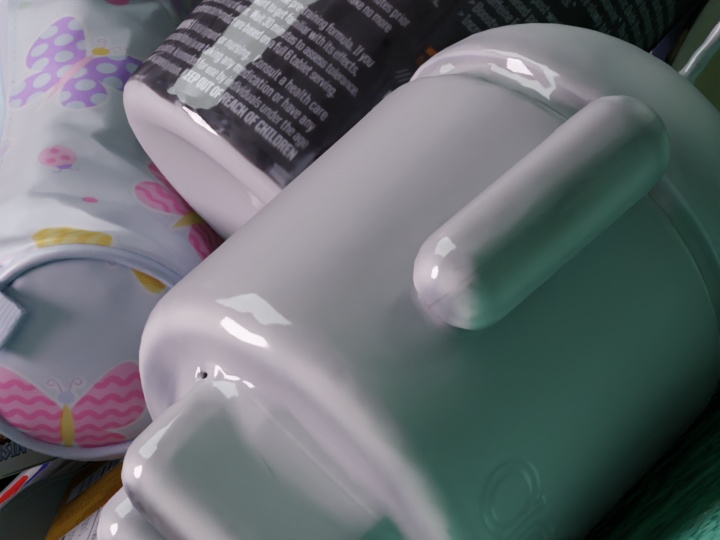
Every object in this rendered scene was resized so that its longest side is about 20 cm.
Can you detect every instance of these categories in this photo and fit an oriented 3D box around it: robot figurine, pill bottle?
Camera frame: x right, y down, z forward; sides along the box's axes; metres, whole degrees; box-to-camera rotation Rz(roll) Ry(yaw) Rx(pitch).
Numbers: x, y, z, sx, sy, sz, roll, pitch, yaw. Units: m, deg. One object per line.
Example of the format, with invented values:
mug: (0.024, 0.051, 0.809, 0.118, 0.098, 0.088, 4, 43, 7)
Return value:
robot figurine: (0.025, 0.016, 0.661, 0.200, 0.113, 0.170, -43, -5, -26)
pill bottle: (0.034, -0.085, 0.778, 0.200, 0.106, 0.106, -47, 8, -11)

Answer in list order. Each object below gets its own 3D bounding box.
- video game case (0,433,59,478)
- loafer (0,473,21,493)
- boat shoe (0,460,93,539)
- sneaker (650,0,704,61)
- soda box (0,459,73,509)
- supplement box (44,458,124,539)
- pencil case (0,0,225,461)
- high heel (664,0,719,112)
video game case: (-0.208, 0.052, 0.885, 0.200, 0.046, 0.181, -1, 11, 38)
loafer: (-0.147, 0.085, 1.122, 0.200, 0.072, 0.073, -17, -10, -47)
boat shoe: (-0.087, 0.101, 0.978, 0.065, 0.074, 0.200, -40, -6, 39)
sneaker: (0.106, -0.096, 0.908, 0.070, 0.082, 0.200, -44, -11, -8)
soda box: (-0.094, 0.088, 1.079, 0.068, 0.063, 0.200, -31, 11, 47)
supplement box: (-0.057, 0.093, 0.821, 0.069, 0.067, 0.200, -36, 7, 6)
pencil case: (-0.087, -0.030, 0.859, 0.083, 0.091, 0.200, -37, 33, 21)
high heel: (0.155, -0.076, 0.835, 0.200, 0.071, 0.143, -41, -4, 0)
